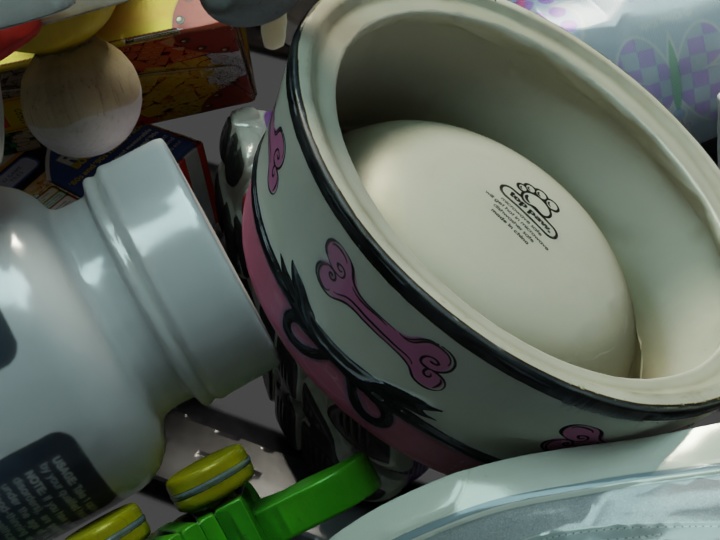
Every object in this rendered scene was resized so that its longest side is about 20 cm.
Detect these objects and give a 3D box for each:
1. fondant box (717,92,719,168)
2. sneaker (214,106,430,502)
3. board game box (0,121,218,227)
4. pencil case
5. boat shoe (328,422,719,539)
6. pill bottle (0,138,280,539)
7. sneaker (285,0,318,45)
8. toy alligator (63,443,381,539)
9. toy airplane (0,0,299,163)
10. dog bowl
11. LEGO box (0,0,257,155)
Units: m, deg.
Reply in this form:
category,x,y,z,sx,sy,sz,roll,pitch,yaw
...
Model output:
category,x,y,z,sx,sy,sz,roll,pitch,yaw
fondant box,0.257,-0.040,0.822,0.199,0.058,0.144,-22,46,-8
sneaker,0.000,0.000,0.829,0.083,0.081,0.200,-5,43,-13
board game box,-0.183,-0.023,0.912,0.200,0.046,0.152,22,51,32
pencil case,0.149,-0.095,0.888,0.199,0.091,0.083,-18,32,-6
boat shoe,0.079,0.101,0.699,0.200,0.070,0.072,-14,52,5
pill bottle,-0.135,0.041,0.749,0.200,0.120,0.120,-28,43,-2
sneaker,0.050,-0.149,0.952,0.199,0.116,0.074,3,45,16
toy alligator,-0.084,0.115,0.736,0.200,0.059,0.054,-29,3,-19
toy airplane,-0.116,-0.091,0.752,0.199,0.141,0.200,-41,41,-22
dog bowl,0.046,-0.009,0.765,0.200,0.074,0.201,23,38,-19
LEGO box,-0.135,-0.157,0.888,0.148,0.077,0.201,-12,72,1
